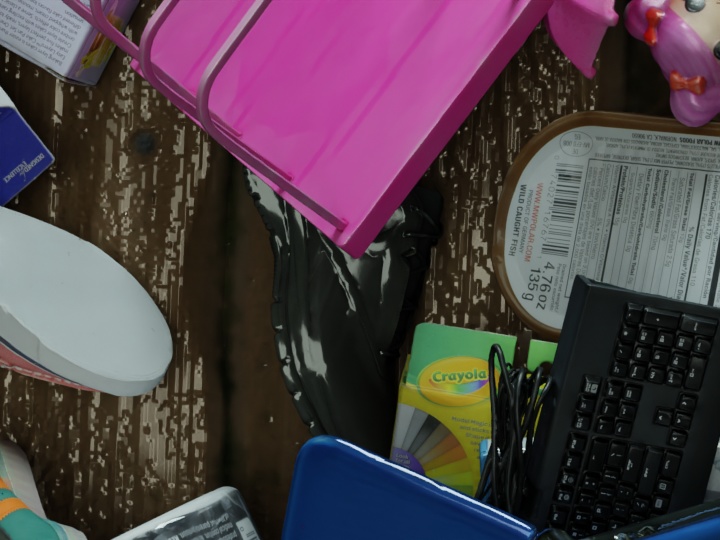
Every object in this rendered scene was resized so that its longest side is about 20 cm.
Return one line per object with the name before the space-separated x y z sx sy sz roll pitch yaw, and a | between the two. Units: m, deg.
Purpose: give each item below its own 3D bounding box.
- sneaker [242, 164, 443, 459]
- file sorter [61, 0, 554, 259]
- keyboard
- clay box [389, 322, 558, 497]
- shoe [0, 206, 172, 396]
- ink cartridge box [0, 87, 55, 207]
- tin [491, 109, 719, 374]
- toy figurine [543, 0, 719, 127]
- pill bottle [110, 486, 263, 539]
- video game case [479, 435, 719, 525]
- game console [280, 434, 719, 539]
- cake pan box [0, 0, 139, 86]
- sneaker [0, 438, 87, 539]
sneaker | 0.000 0.000 1.014 0.090 0.076 0.202 -11 89 7
file sorter | -0.047 -0.130 0.937 0.139 0.125 0.200 -52 44 2
keyboard | 0.093 0.105 0.913 0.103 0.040 0.201 11 106 -1
clay box | 0.065 0.121 0.985 0.114 0.048 0.202 10 106 3
shoe | -0.194 0.017 1.058 0.199 0.072 0.091 29 136 -11
ink cartridge box | -0.244 -0.104 1.048 0.095 0.037 0.200 -35 96 32
tin | 0.142 -0.011 0.954 0.199 0.042 0.113 9 92 42
toy figurine | 0.169 -0.133 0.928 0.183 0.150 0.201 -30 88 2
pill bottle | -0.063 0.212 1.010 0.106 0.106 0.201 -26 86 10
video game case | 0.154 0.139 0.950 0.198 0.018 0.144 -3 106 3
game console | 0.060 0.160 0.911 0.118 0.170 0.201 46 136 41
cake pan box | -0.177 -0.216 1.057 0.199 0.052 0.185 28 94 9
sneaker | -0.183 0.124 0.984 0.080 0.200 0.072 23 98 -29
